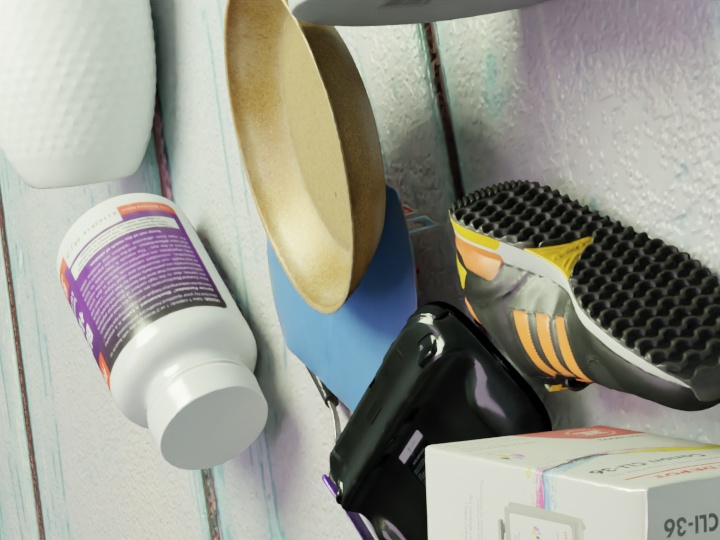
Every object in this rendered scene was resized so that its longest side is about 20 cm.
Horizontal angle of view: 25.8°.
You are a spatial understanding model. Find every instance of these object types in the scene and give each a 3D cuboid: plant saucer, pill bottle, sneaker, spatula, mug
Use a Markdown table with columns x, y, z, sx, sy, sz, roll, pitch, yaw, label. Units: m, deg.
| x | y | z | sx | sy | sz | roll | pitch | yaw | label |
| --- | --- | --- | --- | --- | --- | --- | --- | --- | --- |
| -0.029 | -0.076 | 0.910 | 0.200 | 0.035 | 0.202 | 164 | 90 | -72 | plant saucer |
| -0.142 | 0.046 | 1.152 | 0.201 | 0.111 | 0.112 | 57 | 138 | 40 | pill bottle |
| 0.117 | 0.029 | 0.783 | 0.200 | 0.070 | 0.091 | 39 | 143 | 48 | sneaker |
| -0.020 | 0.104 | 1.035 | 0.057 | 0.020 | 0.201 | 55 | -165 | -57 | spatula |
| -0.253 | -0.160 | 1.269 | 0.199 | 0.147 | 0.177 | 2 | 104 | 42 | mug |

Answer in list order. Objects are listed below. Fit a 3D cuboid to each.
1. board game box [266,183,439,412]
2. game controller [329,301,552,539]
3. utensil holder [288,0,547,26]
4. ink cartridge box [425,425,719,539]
| x | y | z | sx | sy | sz | roll | pitch | yaw | label |
| --- | --- | --- | --- | --- | --- | --- | --- | --- | --- |
| 0.000 | 0.000 | 0.988 | 0.200 | 0.039 | 0.159 | 39 | 131 | 53 | board game box |
| 0.041 | 0.102 | 0.896 | 0.104 | 0.042 | 0.200 | 41 | 143 | 11 | game controller |
| 0.031 | -0.237 | 0.791 | 0.169 | 0.169 | 0.202 | -8 | 88 | 58 | utensil holder |
| 0.131 | 0.116 | 0.707 | 0.199 | 0.116 | 0.068 | 3 | 95 | 57 | ink cartridge box |
